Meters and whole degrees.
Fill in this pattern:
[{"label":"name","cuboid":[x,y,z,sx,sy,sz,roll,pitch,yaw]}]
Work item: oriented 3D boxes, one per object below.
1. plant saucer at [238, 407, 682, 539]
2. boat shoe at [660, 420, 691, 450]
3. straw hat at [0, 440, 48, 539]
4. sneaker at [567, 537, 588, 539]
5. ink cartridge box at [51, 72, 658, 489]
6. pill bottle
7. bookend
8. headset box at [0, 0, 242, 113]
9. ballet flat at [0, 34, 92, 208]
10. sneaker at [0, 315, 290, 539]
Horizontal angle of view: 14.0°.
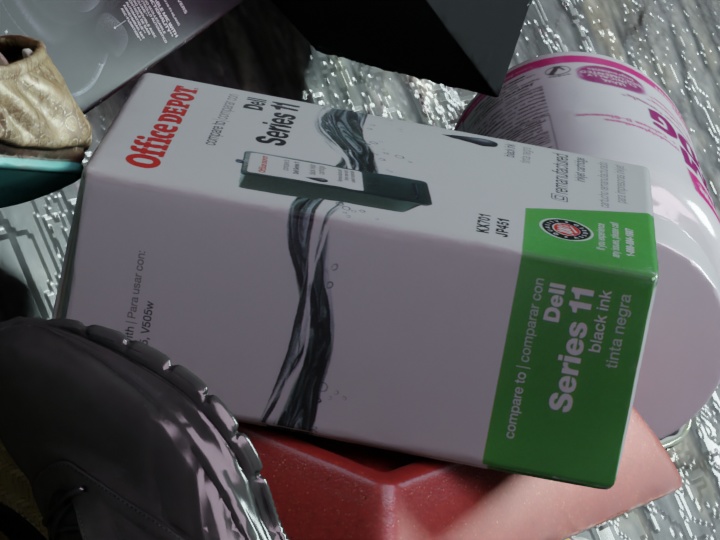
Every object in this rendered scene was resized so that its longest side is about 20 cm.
[{"label":"plant saucer","cuboid":[-0.009,0.052,1.078,0.200,0.199,0.037,-16,120,-52]},{"label":"boat shoe","cuboid":[0.067,0.071,1.249,0.200,0.062,0.072,-12,77,-52]},{"label":"straw hat","cuboid":[-0.134,0.121,0.956,0.201,0.085,0.201,15,56,-23]},{"label":"sneaker","cuboid":[0.064,0.131,1.194,0.200,0.075,0.090,63,26,-27]},{"label":"ink cartridge box","cuboid":[0.000,0.000,1.044,0.200,0.083,0.147,10,18,1]},{"label":"pill bottle","cuboid":[0.096,-0.009,1.235,0.113,0.113,0.200,47,15,-19]},{"label":"bookend","cuboid":[0.025,-0.201,1.214,0.200,0.092,0.199,40,67,-69]},{"label":"headset box","cuboid":[-0.144,-0.122,1.111,0.149,0.075,0.200,57,38,-8]},{"label":"ballet flat","cuboid":[-0.146,-0.053,0.928,0.200,0.070,0.065,-4,72,-77]},{"label":"sneaker","cuboid":[-0.061,0.100,0.913,0.091,0.076,0.200,-38,81,-30]}]
